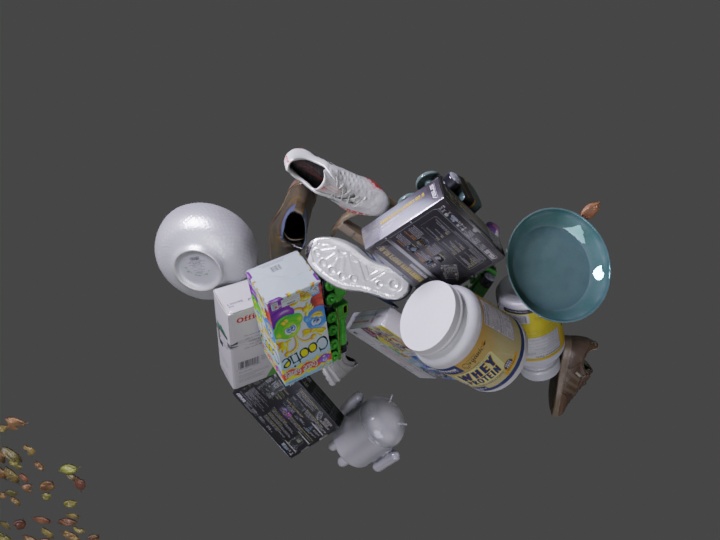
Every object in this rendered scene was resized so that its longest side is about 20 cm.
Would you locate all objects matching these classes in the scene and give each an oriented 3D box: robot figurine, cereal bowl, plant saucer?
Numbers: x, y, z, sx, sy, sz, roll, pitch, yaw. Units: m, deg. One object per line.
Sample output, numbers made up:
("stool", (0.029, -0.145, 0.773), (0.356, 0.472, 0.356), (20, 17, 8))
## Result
("robot figurine", (0.018, 0.349, 1.537), (0.200, 0.112, 0.171), (-41, 78, 30))
("cereal bowl", (-0.297, -0.022, 1.338), (0.197, 0.084, 0.202), (4, 126, 5))
("plant saucer", (0.340, -0.007, 1.236), (0.197, 0.203, 0.036), (21, 165, -8))

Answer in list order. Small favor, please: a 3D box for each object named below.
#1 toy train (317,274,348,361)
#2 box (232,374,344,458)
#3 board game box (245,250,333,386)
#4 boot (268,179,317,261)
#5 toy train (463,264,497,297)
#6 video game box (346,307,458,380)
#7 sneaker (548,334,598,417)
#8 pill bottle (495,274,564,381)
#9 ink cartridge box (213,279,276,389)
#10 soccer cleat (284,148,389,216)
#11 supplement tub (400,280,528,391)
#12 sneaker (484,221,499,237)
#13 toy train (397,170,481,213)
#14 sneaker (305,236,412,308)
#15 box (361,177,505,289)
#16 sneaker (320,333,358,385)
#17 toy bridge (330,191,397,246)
("toy train", (-0.051, 0.085, 1.349), (0.042, 0.056, 0.203), (29, 132, 41))
("box", (-0.157, 0.291, 1.532), (0.160, 0.044, 0.200), (-37, 99, 27))
("board game box", (-0.124, 0.087, 1.268), (0.104, 0.103, 0.202), (-23, 132, -19))
("boot", (-0.133, -0.063, 1.280), (0.074, 0.097, 0.202), (17, 125, -5))
("toy train", (0.204, 0.067, 1.354), (0.041, 0.057, 0.201), (21, 125, -8))
("video game box", (0.089, 0.143, 1.367), (0.199, 0.047, 0.182), (35, 164, -17))
("sneaker", (0.427, 0.219, 1.423), (0.074, 0.071, 0.202), (2, 125, 4))
("pill bottle", (0.324, 0.107, 1.333), (0.110, 0.113, 0.202), (-10, 123, 14))
("ink cartridge box", (-0.200, 0.113, 1.374), (0.144, 0.084, 0.202), (-18, 133, -26))
("soccer cleat", (-0.042, -0.145, 1.208), (0.198, 0.085, 0.069), (29, 106, -6))
("supplement tub", (0.176, 0.112, 1.209), (0.199, 0.146, 0.144), (29, 125, -36))
("sneaker", (0.167, -0.022, 1.289), (0.088, 0.081, 0.200), (42, 119, -5))
("toy train", (0.117, -0.089, 1.231), (0.113, 0.086, 0.200), (13, 133, -41))
("sneaker", (0.000, 0.000, 1.287), (0.197, 0.146, 0.082), (21, 92, 3))
("box", (0.123, -0.045, 1.169), (0.157, 0.049, 0.199), (-32, 134, 25))
("sneaker", (-0.072, 0.135, 1.441), (0.081, 0.075, 0.202), (-29, 119, -7))
("toy bridge", (-0.013, -0.073, 1.301), (0.067, 0.027, 0.200), (32, 121, -15))
